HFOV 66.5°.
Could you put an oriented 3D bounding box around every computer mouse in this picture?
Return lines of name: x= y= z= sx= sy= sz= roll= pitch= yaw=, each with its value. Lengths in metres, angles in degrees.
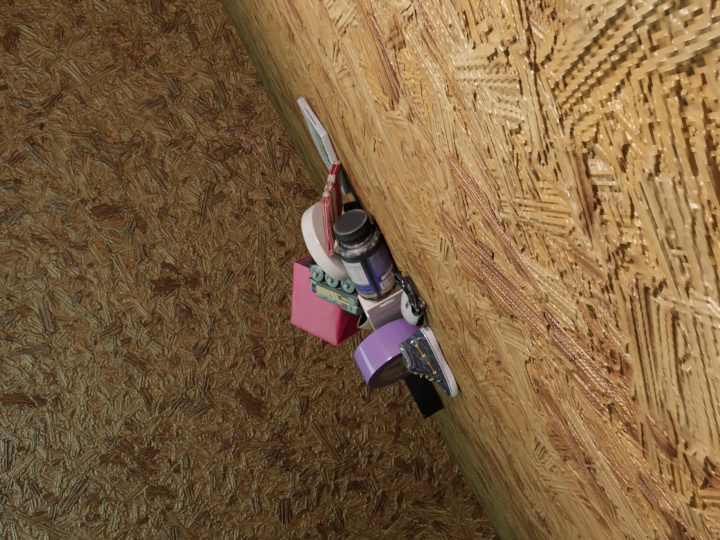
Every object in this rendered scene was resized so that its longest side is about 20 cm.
computer mouse: x=0.112 y=0.081 z=1.225 sx=0.111 sy=0.043 sz=0.201 roll=60 pitch=176 yaw=26

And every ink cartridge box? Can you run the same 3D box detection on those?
ink cartridge box: x=0.064 y=0.084 z=1.403 sx=0.068 sy=0.115 sz=0.201 roll=61 pitch=177 yaw=26

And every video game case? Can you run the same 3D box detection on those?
video game case: x=-0.093 y=-0.320 z=1.421 sx=0.184 sy=0.022 sz=0.202 roll=61 pitch=176 yaw=40

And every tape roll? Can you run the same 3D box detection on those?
tape roll: x=0.087 y=0.218 z=1.445 sx=0.086 sy=0.197 sz=0.201 roll=59 pitch=177 yaw=29
tape roll: x=-0.069 y=-0.074 z=1.373 sx=0.202 sy=0.037 sz=0.206 roll=42 pitch=-148 yaw=-34

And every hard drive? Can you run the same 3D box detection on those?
hard drive: x=0.015 y=-0.086 z=1.453 sx=0.203 sy=0.042 sz=0.135 roll=62 pitch=177 yaw=0

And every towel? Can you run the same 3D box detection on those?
towel: x=-0.063 y=-0.152 z=1.312 sx=0.203 sy=0.022 sz=0.147 roll=-81 pitch=-10 yaw=-49

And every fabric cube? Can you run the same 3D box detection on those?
fabric cube: x=-0.078 y=0.070 z=1.667 sx=0.193 sy=0.199 sz=0.205 roll=19 pitch=116 yaw=29

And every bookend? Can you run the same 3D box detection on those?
bookend: x=0.234 y=0.460 z=2.186 sx=0.202 sy=0.091 sz=0.200 roll=62 pitch=178 yaw=4

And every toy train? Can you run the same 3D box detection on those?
toy train: x=-0.058 y=0.042 z=1.472 sx=0.196 sy=0.085 sz=0.117 roll=19 pitch=121 yaw=30

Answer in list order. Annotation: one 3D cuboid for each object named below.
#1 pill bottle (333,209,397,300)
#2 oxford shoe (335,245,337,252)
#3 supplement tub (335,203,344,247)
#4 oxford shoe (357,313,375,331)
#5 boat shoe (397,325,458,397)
pill bottle: x=0.011 y=-0.037 z=1.286 sx=0.203 sy=0.110 sz=0.112 roll=65 pitch=175 yaw=-37
oxford shoe: x=0.000 y=0.000 z=1.526 sx=0.201 sy=0.071 sz=0.072 roll=48 pitch=-148 yaw=-15
supplement tub: x=-0.071 y=-0.103 z=1.614 sx=0.201 sy=0.143 sz=0.147 roll=-106 pitch=-10 yaw=-60
oxford shoe: x=0.040 y=0.090 z=1.600 sx=0.071 sy=0.072 sz=0.205 roll=-130 pitch=46 yaw=-57
boat shoe: x=0.161 y=0.233 z=1.315 sx=0.203 sy=0.089 sz=0.071 roll=63 pitch=177 yaw=-19
